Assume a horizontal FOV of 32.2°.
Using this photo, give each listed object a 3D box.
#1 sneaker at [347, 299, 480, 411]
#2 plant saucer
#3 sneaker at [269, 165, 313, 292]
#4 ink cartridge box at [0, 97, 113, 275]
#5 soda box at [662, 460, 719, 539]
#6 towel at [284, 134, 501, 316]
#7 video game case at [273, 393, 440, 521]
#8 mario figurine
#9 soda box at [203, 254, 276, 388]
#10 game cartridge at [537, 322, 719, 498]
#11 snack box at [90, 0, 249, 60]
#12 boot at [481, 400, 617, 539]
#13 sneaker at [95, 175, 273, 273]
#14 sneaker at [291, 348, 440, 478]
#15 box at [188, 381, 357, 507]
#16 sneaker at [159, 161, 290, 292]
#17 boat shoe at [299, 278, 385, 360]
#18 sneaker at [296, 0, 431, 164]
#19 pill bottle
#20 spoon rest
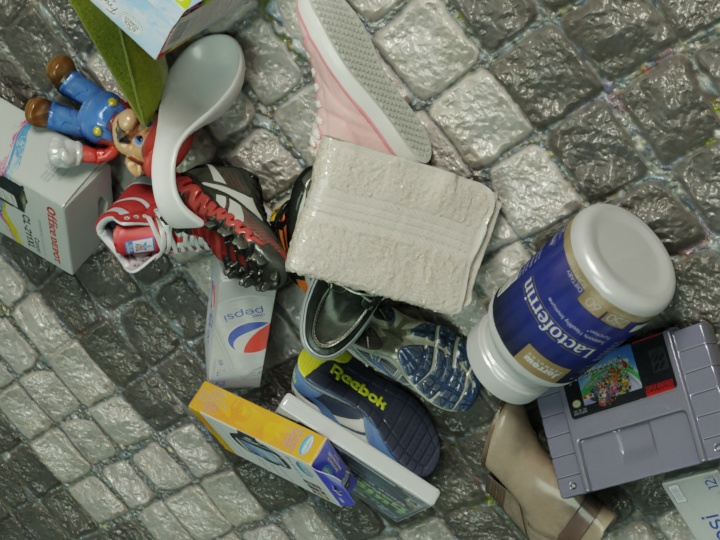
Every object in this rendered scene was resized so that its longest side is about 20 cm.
[{"bbox_3d":[0.041,0.081,1.333,0.199,0.077,0.085,37,163,-13],"label":"sneaker"},{"bbox_3d":[-0.243,-0.268,1.200,0.201,0.048,0.200,58,166,18],"label":"plant saucer"},{"bbox_3d":[-0.064,-0.045,1.277,0.090,0.070,0.201,36,155,24],"label":"sneaker"},{"bbox_3d":[-0.388,-0.105,1.428,0.199,0.083,0.146,30,148,11],"label":"ink cartridge box"},{"bbox_3d":[0.379,0.260,1.235,0.063,0.068,0.201,-23,108,38],"label":"soda box"},{"bbox_3d":[0.034,-0.038,1.170,0.198,0.034,0.134,14,99,-26],"label":"towel"},{"bbox_3d":[-0.017,0.218,1.423,0.199,0.023,0.182,33,160,0],"label":"video game case"},{"bbox_3d":[-0.265,-0.166,1.315,0.198,0.106,0.125,23,118,23],"label":"mario figurine"},{"bbox_3d":[-0.134,0.048,1.379,0.063,0.069,0.201,0,140,-13],"label":"soda box"},{"bbox_3d":[0.264,0.137,1.210,0.199,0.038,0.131,-24,76,38],"label":"game cartridge"},{"bbox_3d":[-0.179,-0.295,1.110,0.168,0.200,0.068,42,129,0],"label":"snack box"},{"bbox_3d":[0.202,0.227,1.318,0.145,0.070,0.201,31,150,25],"label":"boot"},{"bbox_3d":[-0.193,-0.043,1.355,0.198,0.113,0.072,11,127,24],"label":"sneaker"},{"bbox_3d":[0.004,0.162,1.408,0.200,0.074,0.082,41,142,1],"label":"sneaker"},{"bbox_3d":[-0.089,0.199,1.403,0.198,0.042,0.119,19,156,28],"label":"box"},{"bbox_3d":[-0.122,-0.053,1.265,0.200,0.097,0.071,37,144,37],"label":"sneaker"},{"bbox_3d":[0.000,0.000,1.227,0.072,0.071,0.201,28,96,-8],"label":"boat shoe"},{"bbox_3d":[-0.025,-0.167,1.190,0.104,0.076,0.201,-22,112,34],"label":"sneaker"},{"bbox_3d":[0.191,0.038,1.174,0.116,0.116,0.200,41,133,-1],"label":"pill bottle"},{"bbox_3d":[-0.165,-0.145,1.232,0.098,0.202,0.061,-3,159,32],"label":"spoon rest"}]
